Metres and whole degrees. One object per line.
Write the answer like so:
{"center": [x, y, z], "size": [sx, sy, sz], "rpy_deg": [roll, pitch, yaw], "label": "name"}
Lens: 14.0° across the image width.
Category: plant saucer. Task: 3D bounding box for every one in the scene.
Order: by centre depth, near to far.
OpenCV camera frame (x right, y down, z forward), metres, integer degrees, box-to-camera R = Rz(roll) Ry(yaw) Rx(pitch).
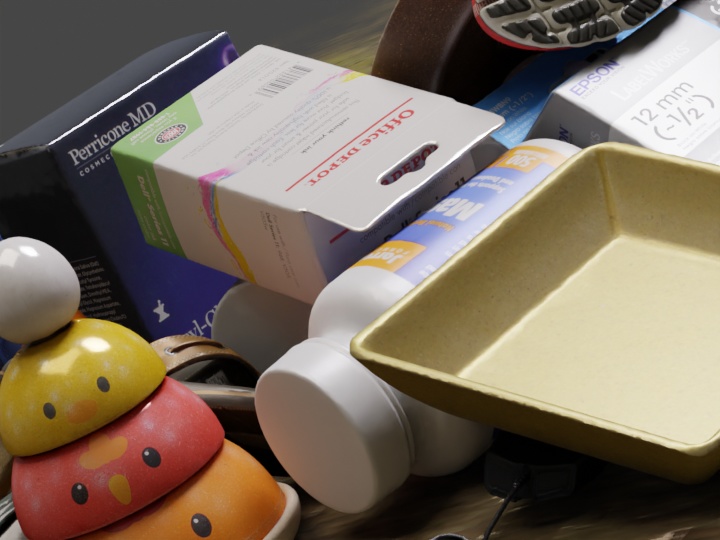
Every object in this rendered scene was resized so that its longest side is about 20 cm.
{"center": [0.131, 0.024, 1.322], "size": [0.199, 0.049, 0.200], "rpy_deg": [15, 41, 39], "label": "plant saucer"}
{"center": [0.083, -0.151, 1.599], "size": [0.200, 0.034, 0.201], "rpy_deg": [-44, -20, -21], "label": "plant saucer"}

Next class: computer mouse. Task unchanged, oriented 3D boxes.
{"center": [0.070, 0.108, 1.290], "size": [0.058, 0.034, 0.200], "rpy_deg": [7, 36, 30], "label": "computer mouse"}

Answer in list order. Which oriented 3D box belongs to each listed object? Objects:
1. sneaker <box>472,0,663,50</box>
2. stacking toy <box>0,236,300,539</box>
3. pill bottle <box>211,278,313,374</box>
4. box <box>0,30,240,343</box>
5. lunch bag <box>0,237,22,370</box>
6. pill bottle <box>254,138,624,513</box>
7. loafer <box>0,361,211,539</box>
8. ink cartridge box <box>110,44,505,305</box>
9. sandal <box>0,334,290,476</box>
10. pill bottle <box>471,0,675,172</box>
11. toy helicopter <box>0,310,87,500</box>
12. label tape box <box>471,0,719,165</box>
{"center": [0.133, -0.160, 1.539], "size": [0.199, 0.077, 0.085], "rpy_deg": [-30, -5, -30], "label": "sneaker"}
{"center": [-0.132, 0.076, 1.427], "size": [0.145, 0.201, 0.146], "rpy_deg": [-27, 14, 7], "label": "stacking toy"}
{"center": [0.000, 0.000, 1.626], "size": [0.114, 0.115, 0.200], "rpy_deg": [-19, 17, 34], "label": "pill bottle"}
{"center": [-0.110, -0.015, 1.712], "size": [0.148, 0.201, 0.104], "rpy_deg": [-37, 15, -32], "label": "box"}
{"center": [-0.253, 0.067, 1.837], "size": [0.132, 0.136, 0.200], "rpy_deg": [-25, 13, 10], "label": "lunch bag"}
{"center": [0.045, 0.030, 1.434], "size": [0.200, 0.113, 0.112], "rpy_deg": [-36, 16, -32], "label": "pill bottle"}
{"center": [-0.119, 0.117, 1.578], "size": [0.200, 0.072, 0.063], "rpy_deg": [-39, 49, -24], "label": "loafer"}
{"center": [-0.020, -0.046, 1.525], "size": [0.117, 0.068, 0.199], "rpy_deg": [-37, 36, -28], "label": "ink cartridge box"}
{"center": [-0.094, 0.062, 1.526], "size": [0.199, 0.082, 0.055], "rpy_deg": [7, 65, 24], "label": "sandal"}
{"center": [0.143, -0.083, 1.630], "size": [0.200, 0.120, 0.119], "rpy_deg": [-37, 16, -33], "label": "pill bottle"}
{"center": [-0.202, 0.121, 1.632], "size": [0.200, 0.079, 0.133], "rpy_deg": [-35, -25, -31], "label": "toy helicopter"}
{"center": [0.169, -0.089, 1.504], "size": [0.200, 0.066, 0.143], "rpy_deg": [35, 56, 30], "label": "label tape box"}
